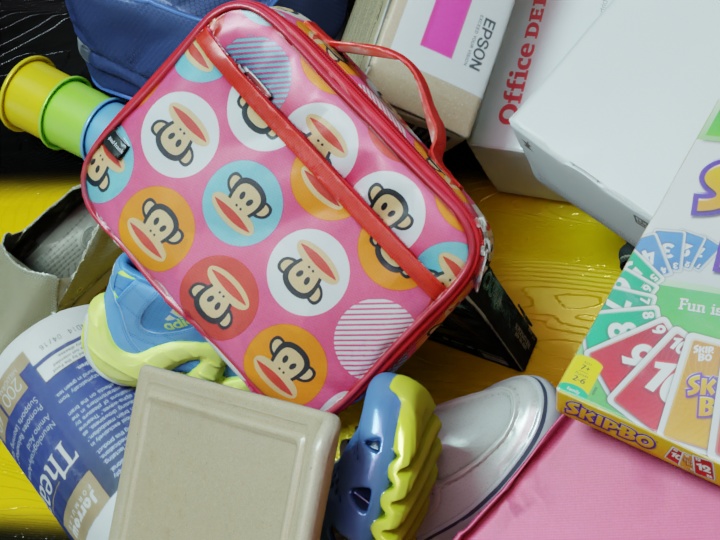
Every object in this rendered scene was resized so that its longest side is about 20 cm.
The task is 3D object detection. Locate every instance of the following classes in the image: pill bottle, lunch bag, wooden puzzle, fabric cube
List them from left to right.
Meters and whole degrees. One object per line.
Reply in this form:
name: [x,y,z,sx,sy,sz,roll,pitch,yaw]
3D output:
pill bottle: [-0.140,0.124,0.882,0.111,0.111,0.200,-44,61,-1]
lunch bag: [-0.111,-0.179,0.980,0.199,0.133,0.136,23,58,24]
wooden puzzle: [-0.077,0.152,0.728,0.200,0.037,0.186,7,86,55]
lunch bag: [-0.028,-0.039,0.748,0.200,0.082,0.176,46,103,6]
fabric cube: [0.155,0.190,0.695,0.200,0.199,0.196,-47,62,-2]

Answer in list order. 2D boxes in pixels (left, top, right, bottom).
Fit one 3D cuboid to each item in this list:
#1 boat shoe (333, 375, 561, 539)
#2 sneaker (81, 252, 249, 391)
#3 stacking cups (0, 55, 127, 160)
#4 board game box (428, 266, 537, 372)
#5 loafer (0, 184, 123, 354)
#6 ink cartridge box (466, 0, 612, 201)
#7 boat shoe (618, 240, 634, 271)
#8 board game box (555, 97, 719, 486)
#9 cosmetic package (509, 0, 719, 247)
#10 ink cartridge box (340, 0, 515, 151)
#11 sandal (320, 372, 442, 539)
boat shoe: [0.019,0.114,0.781,0.200,0.070,0.071,-36,36,24]
sneaker: [-0.063,0.027,0.852,0.199,0.105,0.076,1,44,-18]
stacking cups: [-0.166,-0.088,1.015,0.199,0.061,0.061,28,81,23]
board game box: [0.000,0.000,0.866,0.199,0.135,0.028,18,76,25]
loafer: [-0.230,0.010,0.986,0.076,0.068,0.200,38,86,29]
ink cartridge box: [0.182,-0.115,0.872,0.199,0.083,0.146,10,73,23]
boat shoe: [0.226,0.035,0.802,0.200,0.072,0.068,32,78,26]
board game box: [0.176,0.000,0.655,0.095,0.030,0.200,23,61,20]
cosmetic package: [0.189,-0.110,0.776,0.113,0.081,0.200,40,88,28]
ink cartridge box: [0.043,-0.168,0.892,0.075,0.165,0.201,22,80,-11]
sandal: [-0.017,0.142,0.727,0.087,0.079,0.201,22,106,14]
